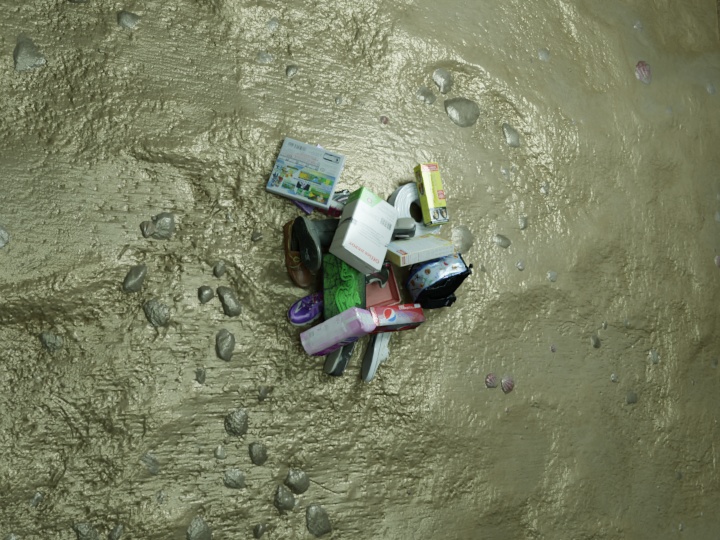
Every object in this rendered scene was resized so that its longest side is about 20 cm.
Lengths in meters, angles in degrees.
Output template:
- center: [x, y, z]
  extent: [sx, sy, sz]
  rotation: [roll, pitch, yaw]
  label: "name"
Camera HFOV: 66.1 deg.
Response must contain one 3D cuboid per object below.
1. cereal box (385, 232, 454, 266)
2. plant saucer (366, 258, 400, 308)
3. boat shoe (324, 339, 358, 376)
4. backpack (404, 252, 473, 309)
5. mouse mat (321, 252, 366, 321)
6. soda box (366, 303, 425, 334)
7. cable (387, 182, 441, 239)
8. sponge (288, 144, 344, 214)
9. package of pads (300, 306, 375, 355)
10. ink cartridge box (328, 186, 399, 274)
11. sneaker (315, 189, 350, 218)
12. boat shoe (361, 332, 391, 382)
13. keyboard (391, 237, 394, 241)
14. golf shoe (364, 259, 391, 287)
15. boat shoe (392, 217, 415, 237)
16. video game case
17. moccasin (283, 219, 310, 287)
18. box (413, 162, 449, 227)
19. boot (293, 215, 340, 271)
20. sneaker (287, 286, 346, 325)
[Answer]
- center: [0.173, -0.067, 1.724]
  extent: [0.197, 0.144, 0.040]
  rotation: [-13, 113, -22]
  label: "cereal box"
- center: [0.012, 0.031, 1.749]
  extent: [0.197, 0.037, 0.204]
  rotation: [-16, 91, -19]
  label: "plant saucer"
- center: [-0.044, 0.228, 1.690]
  extent: [0.057, 0.066, 0.203]
  rotation: [31, 85, -37]
  label: "boat shoe"
- center: [0.238, 0.026, 1.785]
  extent: [0.188, 0.201, 0.155]
  rotation: [-23, 61, -28]
  label: "backpack"
- center: [-0.045, 0.040, 1.623]
  extent: [0.159, 0.007, 0.204]
  rotation: [-11, 108, -37]
  label: "mouse mat"
- center: [0.099, 0.149, 1.715]
  extent: [0.197, 0.070, 0.064]
  rotation: [-2, 64, -32]
  label: "soda box"
- center: [0.182, -0.189, 1.841]
  extent: [0.200, 0.069, 0.201]
  rotation: [-46, 103, -24]
  label: "cable"
- center: [-0.147, -0.284, 1.723]
  extent: [0.111, 0.030, 0.201]
  rotation: [40, 70, -16]
  label: "sponge"
- center: [-0.064, 0.178, 1.603]
  extent: [0.198, 0.120, 0.077]
  rotation: [-27, 70, 15]
  label: "package of pads"
- center: [0.012, -0.113, 1.598]
  extent: [0.144, 0.083, 0.203]
  rotation: [31, 65, -26]
  label: "ink cartridge box"
- center: [-0.037, -0.202, 1.702]
  extent: [0.196, 0.074, 0.089]
  rotation: [20, 66, -2]
  label: "sneaker"
- center: [0.060, 0.257, 1.739]
  extent: [0.069, 0.071, 0.203]
  rotation: [22, 69, -18]
  label: "boat shoe"
- center: [0.075, -0.067, 1.813]
  extent: [0.056, 0.011, 0.203]
  rotation: [24, 75, -21]
  label: "keyboard"
- center: [0.000, 0.000, 1.691]
  extent: [0.196, 0.077, 0.090]
  rotation: [8, 88, -18]
  label: "golf shoe"
- center: [0.078, -0.128, 1.752]
  extent: [0.067, 0.196, 0.058]
  rotation: [-75, 160, -46]
  label: "boat shoe"
- center: [-0.163, -0.294, 1.673]
  extent: [0.196, 0.022, 0.185]
  rotation: [17, 71, 1]
  label: "video game case"
- center: [-0.182, -0.051, 1.652]
  extent: [0.072, 0.077, 0.206]
  rotation: [-3, 85, -25]
  label: "moccasin"
- center: [0.232, -0.247, 1.809]
  extent: [0.074, 0.050, 0.204]
  rotation: [-8, 84, -25]
  label: "box"
- center: [-0.099, -0.082, 1.654]
  extent: [0.198, 0.072, 0.185]
  rotation: [8, 63, -54]
  label: "boot"
- center: [-0.129, 0.090, 1.643]
  extent: [0.198, 0.084, 0.081]
  rotation: [-29, 76, -12]
  label: "sneaker"
